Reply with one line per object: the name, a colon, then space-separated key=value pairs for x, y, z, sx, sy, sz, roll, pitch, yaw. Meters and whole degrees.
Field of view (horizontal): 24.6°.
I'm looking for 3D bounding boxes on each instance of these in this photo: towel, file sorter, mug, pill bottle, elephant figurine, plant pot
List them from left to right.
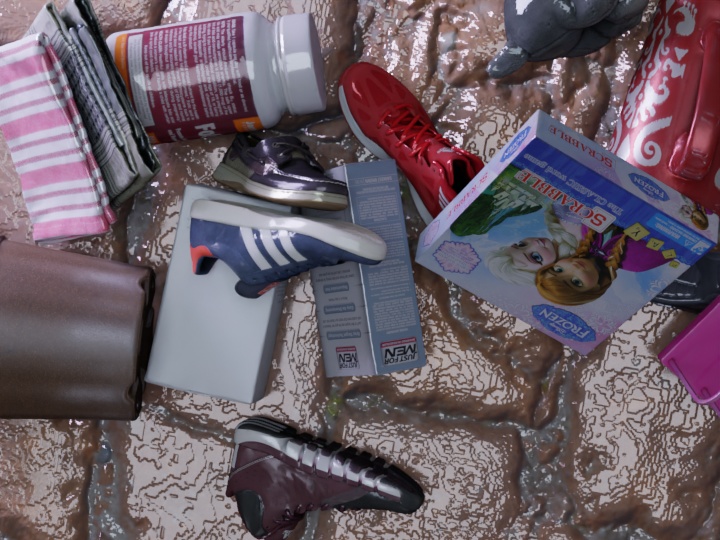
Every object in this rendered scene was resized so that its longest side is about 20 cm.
towel: x=-0.307 y=-0.125 z=1.596 sx=0.030 sy=0.146 sz=0.200 roll=-24 pitch=100 yaw=-34
plant pot: x=-0.303 y=0.060 z=1.586 sx=0.198 sy=0.200 sz=0.201 roll=6 pitch=91 yaw=-2
towel: x=-0.275 y=-0.147 z=1.584 sx=0.035 sy=0.200 sz=0.193 roll=-21 pitch=85 yaw=-35
pill bottle: x=-0.138 y=-0.188 z=1.599 sx=0.200 sy=0.114 sz=0.114 roll=-8 pitch=90 yaw=6
elephant figurine: x=0.179 y=-0.307 z=1.574 sx=0.141 sy=0.155 sz=0.200 roll=-36 pitch=72 yaw=47
mug: x=0.319 y=-0.149 z=1.534 sx=0.133 sy=0.177 sz=0.200 roll=18 pitch=87 yaw=-28
file sorter: x=0.402 y=0.114 z=1.505 sx=0.200 sy=0.125 sz=0.139 roll=40 pitch=102 yaw=-18

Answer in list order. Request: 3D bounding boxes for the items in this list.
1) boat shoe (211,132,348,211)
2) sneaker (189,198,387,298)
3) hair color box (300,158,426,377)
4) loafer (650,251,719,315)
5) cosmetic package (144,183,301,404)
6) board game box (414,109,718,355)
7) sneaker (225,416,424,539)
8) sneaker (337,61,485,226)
boat shoe: x=-0.075 y=-0.097 z=1.565 sx=0.072 sy=0.200 sz=0.065 roll=11 pitch=94 yaw=-32
sneaker: x=-0.070 y=-0.011 z=1.525 sx=0.200 sy=0.075 sz=0.085 roll=11 pitch=96 yaw=27
hair color box: x=0.000 y=0.000 z=1.589 sx=0.061 sy=0.099 sz=0.200 roll=-8 pitch=90 yaw=-30
loafer: x=0.360 y=0.017 z=1.586 sx=0.200 sy=0.063 sz=0.072 roll=8 pitch=77 yaw=1
cosmetic package: x=-0.133 y=0.023 z=1.618 sx=0.113 sy=0.081 sz=0.200 roll=14 pitch=93 yaw=5
board game box: x=0.185 y=-0.029 z=1.507 sx=0.200 sy=0.041 sz=0.200 roll=28 pitch=135 yaw=-14
sneaker: x=-0.042 y=0.228 z=1.622 sx=0.200 sy=0.076 sz=0.116 roll=20 pitch=98 yaw=15
sneaker: x=0.062 y=-0.127 z=1.571 sx=0.078 sy=0.116 sz=0.200 roll=-41 pitch=94 yaw=-18
